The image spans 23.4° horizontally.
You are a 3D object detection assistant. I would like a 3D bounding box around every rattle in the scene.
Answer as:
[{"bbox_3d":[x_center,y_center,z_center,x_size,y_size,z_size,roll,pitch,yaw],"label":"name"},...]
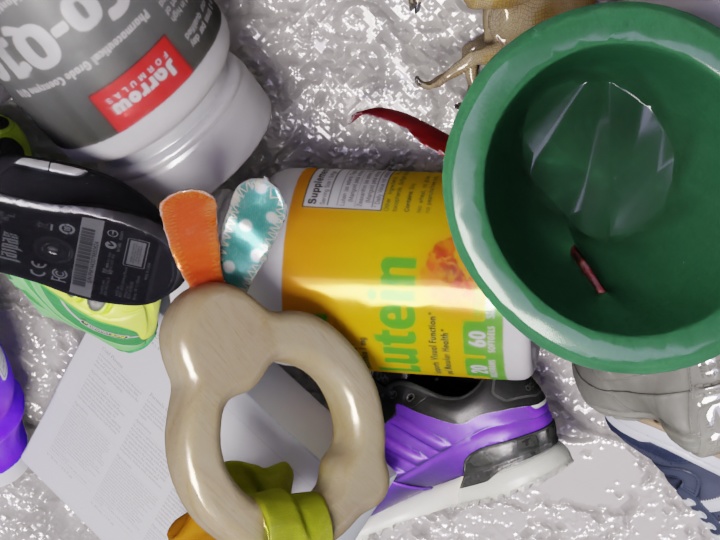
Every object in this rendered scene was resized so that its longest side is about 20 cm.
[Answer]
[{"bbox_3d":[-0.075,0.052,0.920,0.130,0.143,0.201,-32,102,-15],"label":"rattle"}]

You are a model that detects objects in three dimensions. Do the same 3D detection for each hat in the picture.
[{"bbox_3d":[0.117,-0.056,0.880,0.166,0.176,0.200,-43,94,6],"label":"hat"}]

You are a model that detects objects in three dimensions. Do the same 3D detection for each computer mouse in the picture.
[{"bbox_3d":[-0.179,-0.052,0.869,0.199,0.046,0.141,9,139,-3],"label":"computer mouse"}]

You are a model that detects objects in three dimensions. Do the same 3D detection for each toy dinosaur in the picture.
[{"bbox_3d":[0.076,-0.151,0.923,0.101,0.058,0.201,-5,121,-2],"label":"toy dinosaur"}]

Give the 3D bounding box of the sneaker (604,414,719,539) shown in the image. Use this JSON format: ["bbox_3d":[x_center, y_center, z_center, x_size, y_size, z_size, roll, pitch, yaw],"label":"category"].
[{"bbox_3d":[0.217,0.144,1.006,0.199,0.070,0.109,23,114,-2],"label":"sneaker"}]

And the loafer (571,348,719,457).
[{"bbox_3d":[0.158,0.044,0.915,0.070,0.200,0.070,-18,99,-12],"label":"loafer"}]

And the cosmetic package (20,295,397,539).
[{"bbox_3d":[-0.094,0.115,1.029,0.200,0.052,0.151,41,120,19],"label":"cosmetic package"}]

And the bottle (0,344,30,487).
[{"bbox_3d":[-0.245,0.053,1.032,0.065,0.084,0.200,-28,139,-14],"label":"bottle"}]

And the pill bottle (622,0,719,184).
[{"bbox_3d":[0.206,-0.059,0.895,0.111,0.111,0.201,-8,111,15],"label":"pill bottle"}]

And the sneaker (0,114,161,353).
[{"bbox_3d":[-0.188,-0.017,0.988,0.200,0.074,0.084,39,153,28],"label":"sneaker"}]

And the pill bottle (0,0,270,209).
[{"bbox_3d":[-0.141,-0.131,0.905,0.114,0.114,0.200,-26,123,21],"label":"pill bottle"}]

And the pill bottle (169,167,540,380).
[{"bbox_3d":[0.000,0.000,0.964,0.199,0.111,0.112,3,114,11],"label":"pill bottle"}]

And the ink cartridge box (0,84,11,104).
[{"bbox_3d":[-0.301,-0.091,0.967,0.199,0.147,0.083,-19,107,19],"label":"ink cartridge box"}]

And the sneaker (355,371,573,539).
[{"bbox_3d":[0.021,0.097,1.033,0.199,0.070,0.100,-20,93,24],"label":"sneaker"}]
